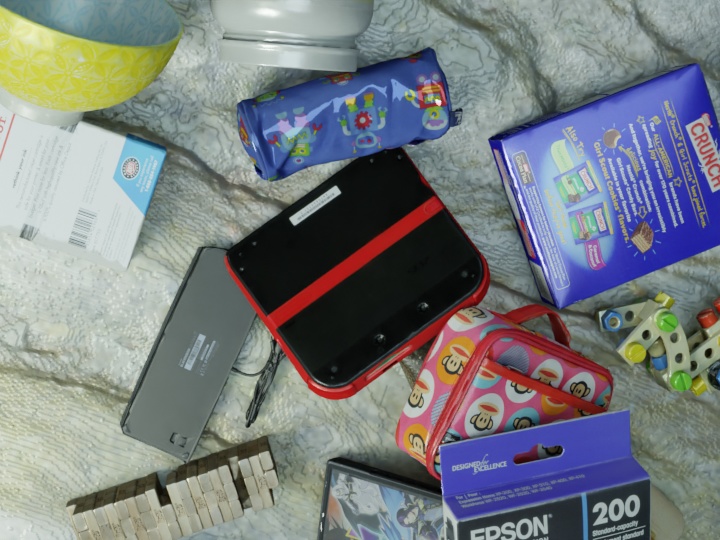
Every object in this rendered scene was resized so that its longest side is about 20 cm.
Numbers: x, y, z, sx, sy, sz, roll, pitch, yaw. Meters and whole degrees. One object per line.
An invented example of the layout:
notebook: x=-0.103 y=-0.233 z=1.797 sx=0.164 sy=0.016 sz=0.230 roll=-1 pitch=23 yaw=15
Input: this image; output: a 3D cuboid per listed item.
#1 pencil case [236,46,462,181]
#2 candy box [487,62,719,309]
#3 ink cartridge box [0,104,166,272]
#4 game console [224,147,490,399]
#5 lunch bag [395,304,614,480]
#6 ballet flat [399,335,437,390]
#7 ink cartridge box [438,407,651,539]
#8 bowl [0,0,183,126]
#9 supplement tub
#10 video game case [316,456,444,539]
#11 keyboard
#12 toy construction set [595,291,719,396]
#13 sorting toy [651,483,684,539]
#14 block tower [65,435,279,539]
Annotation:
pencil case: x=-0.012 y=-0.137 z=1.309 sx=0.198 sy=0.078 sz=0.088 roll=-15 pitch=114 yaw=-5
candy box: x=0.241 y=-0.080 z=1.349 sx=0.198 sy=0.077 sz=0.171 roll=-20 pitch=100 yaw=-3
ink cartridge box: x=-0.283 y=-0.087 z=1.287 sx=0.198 sy=0.068 sz=0.117 roll=19 pitch=95 yaw=-10
game console: x=0.000 y=0.000 z=1.320 sx=0.199 sy=0.031 sz=0.177 roll=-35 pitch=72 yaw=-6
lunch bag: x=0.140 y=0.117 z=1.331 sx=0.199 sy=0.082 sz=0.178 roll=22 pitch=95 yaw=-40
ballet flat: x=0.064 y=0.089 z=1.374 sx=0.067 sy=0.046 sz=0.201 roll=-35 pitch=107 yaw=-11
ink cartridge box: x=0.167 y=0.237 z=1.286 sx=0.196 sy=0.043 sz=0.202 roll=-9 pitch=104 yaw=-20
bowl: x=-0.258 y=-0.188 z=1.224 sx=0.198 sy=0.201 sz=0.108 roll=18 pitch=116 yaw=-10
supplement tub: x=-0.056 y=-0.277 z=1.246 sx=0.143 sy=0.145 sz=0.203 roll=3 pitch=99 yaw=-8
video game case: x=0.035 y=0.295 z=1.353 sx=0.179 sy=0.025 sz=0.202 roll=12 pitch=100 yaw=32
keyboard: x=-0.132 y=0.086 z=1.358 sx=0.126 sy=0.021 sz=0.202 roll=25 pitch=96 yaw=-4
toy construction set: x=0.335 y=0.043 z=1.378 sx=0.199 sy=0.092 sz=0.132 roll=-32 pitch=103 yaw=10
sorting toy: x=0.212 y=0.278 z=1.382 sx=0.200 sy=0.036 sz=0.185 roll=-49 pitch=130 yaw=0
block tower: x=-0.173 y=0.217 z=1.354 sx=0.198 sy=0.058 sz=0.055 roll=-18 pitch=100 yaw=-3
